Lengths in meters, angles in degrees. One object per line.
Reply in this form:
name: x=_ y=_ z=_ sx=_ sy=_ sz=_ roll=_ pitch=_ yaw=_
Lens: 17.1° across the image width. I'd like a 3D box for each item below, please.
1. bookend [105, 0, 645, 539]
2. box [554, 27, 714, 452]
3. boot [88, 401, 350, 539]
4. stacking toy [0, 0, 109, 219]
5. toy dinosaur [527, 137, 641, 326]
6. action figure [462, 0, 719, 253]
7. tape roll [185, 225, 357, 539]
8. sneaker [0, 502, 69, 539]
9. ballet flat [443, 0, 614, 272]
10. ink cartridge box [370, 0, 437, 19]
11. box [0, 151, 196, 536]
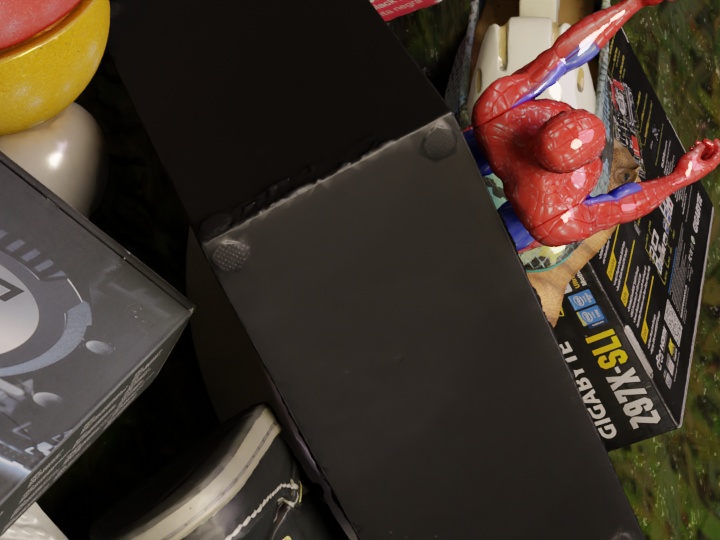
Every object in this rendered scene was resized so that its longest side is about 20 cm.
bookend: x=0.000 y=0.000 z=0.877 sx=0.199 sy=0.092 sz=0.200 roll=63 pitch=-2 yaw=-33
box: x=0.104 y=-0.036 z=1.105 sx=0.160 sy=0.049 sz=0.200 roll=57 pitch=27 yaw=-23
boot: x=-0.019 y=0.127 z=0.835 sx=0.154 sy=0.073 sz=0.204 roll=55 pitch=-3 yaw=3
stacking toy: x=-0.136 y=-0.096 z=0.841 sx=0.146 sy=0.146 sz=0.200 roll=-50 pitch=135 yaw=-45
toy dinosaur: x=0.047 y=0.033 z=0.980 sx=0.200 sy=0.106 sz=0.060 roll=-65 pitch=170 yaw=17
action figure: x=0.081 y=-0.049 z=0.817 sx=0.065 sy=0.099 sz=0.200 roll=60 pitch=0 yaw=0
tape roll: x=0.008 y=0.016 z=1.027 sx=0.203 sy=0.037 sz=0.203 roll=18 pitch=66 yaw=-46
sneaker: x=-0.150 y=0.095 z=0.796 sx=0.200 sy=0.082 sz=0.074 roll=52 pitch=43 yaw=6
ballet flat: x=0.068 y=-0.095 z=0.963 sx=0.074 sy=0.074 sz=0.200 roll=38 pitch=42 yaw=-37
ink cartridge box: x=-0.053 y=-0.200 z=0.964 sx=0.200 sy=0.083 sz=0.146 roll=25 pitch=61 yaw=-46
box: x=-0.170 y=0.027 z=0.743 sx=0.160 sy=0.044 sz=0.200 roll=38 pitch=44 yaw=6
